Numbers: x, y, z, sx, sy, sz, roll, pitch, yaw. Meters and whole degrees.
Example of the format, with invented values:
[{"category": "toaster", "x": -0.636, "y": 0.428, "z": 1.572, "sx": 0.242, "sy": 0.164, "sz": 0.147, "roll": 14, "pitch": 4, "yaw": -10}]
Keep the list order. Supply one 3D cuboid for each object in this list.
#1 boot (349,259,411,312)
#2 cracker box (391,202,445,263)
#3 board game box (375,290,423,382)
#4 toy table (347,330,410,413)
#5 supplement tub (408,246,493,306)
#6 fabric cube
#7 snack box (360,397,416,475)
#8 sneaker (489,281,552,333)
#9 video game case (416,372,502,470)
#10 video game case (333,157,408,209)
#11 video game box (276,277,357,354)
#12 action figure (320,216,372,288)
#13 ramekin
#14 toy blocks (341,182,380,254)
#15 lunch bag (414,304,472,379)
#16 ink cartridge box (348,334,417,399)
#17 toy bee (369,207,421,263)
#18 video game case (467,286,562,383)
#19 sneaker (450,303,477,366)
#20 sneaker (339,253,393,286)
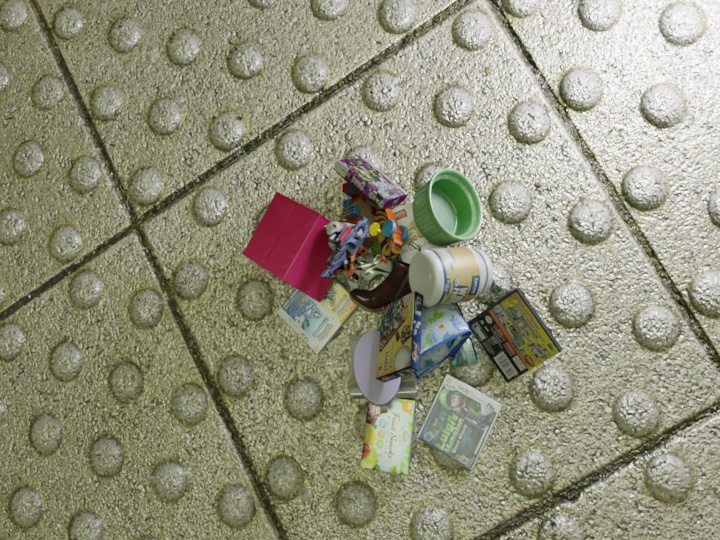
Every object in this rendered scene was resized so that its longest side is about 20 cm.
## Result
[{"category": "boot", "x": 0.077, "y": 0.041, "z": 1.538, "sx": 0.194, "sy": 0.073, "sz": 0.171, "roll": 17, "pitch": 117, "yaw": -2}, {"category": "cracker box", "x": 0.169, "y": -0.094, "z": 1.570, "sx": 0.130, "sy": 0.058, "sz": 0.206, "roll": -18, "pitch": 82, "yaw": 7}, {"category": "board game box", "x": 0.101, "y": 0.170, "z": 1.381, "sx": 0.034, "sy": 0.134, "sz": 0.206, "roll": 26, "pitch": 55, "yaw": -28}, {"category": "toy table", "x": 0.046, "y": 0.280, "z": 1.459, "sx": 0.177, "sy": 0.118, "sz": 0.206, "roll": 0, "pitch": 59, "yaw": 7}, {"category": "supplement tub", "x": 0.242, "y": 0.013, "z": 1.444, "sx": 0.194, "sy": 0.144, "sz": 0.150, "roll": -5, "pitch": 83, "yaw": -27}, {"category": "fabric cube", "x": -0.176, "y": -0.065, "z": 1.524, "sx": 0.197, "sy": 0.195, "sz": 0.203, "roll": 27, "pitch": 86, "yaw": 35}, {"category": "snack box", "x": 0.081, "y": 0.462, "z": 1.537, "sx": 0.137, "sy": 0.053, "sz": 0.208, "roll": 6, "pitch": 84, "yaw": 9}, {"category": "sneaker", "x": 0.446, "y": 0.108, "z": 1.503, "sx": 0.194, "sy": 0.060, "sz": 0.108, "roll": 17, "pitch": 92, "yaw": 14}, {"category": "video game case", "x": 0.278, "y": 0.425, "z": 1.523, "sx": 0.178, "sy": 0.023, "sz": 0.205, "roll": 27, "pitch": 90, "yaw": 11}, {"category": "video game case", "x": 0.033, "y": -0.252, "z": 1.539, "sx": 0.180, "sy": 0.199, "sz": 0.036, "roll": 41, "pitch": 114, "yaw": 11}, {"category": "video game box", "x": -0.126, "y": 0.112, "z": 1.610, "sx": 0.181, "sy": 0.047, "sz": 0.201, "roll": 41, "pitch": 93, "yaw": 9}, {"category": "action figure", "x": -0.052, "y": -0.045, "z": 1.453, "sx": 0.103, "sy": 0.196, "sz": 0.200, "roll": 20, "pitch": 58, "yaw": 43}, {"category": "ramekin", "x": 0.237, "y": -0.168, "z": 1.501, "sx": 0.195, "sy": 0.097, "sz": 0.207, "roll": 11, "pitch": 69, "yaw": -31}, {"category": "toy blocks", "x": 0.001, "y": -0.162, "z": 1.540, "sx": 0.098, "sy": 0.135, "sz": 0.207, "roll": -15, "pitch": 66, "yaw": 37}, {"category": "lunch bag", "x": 0.185, "y": 0.163, "z": 1.481, "sx": 0.198, "sy": 0.128, "sz": 0.172, "roll": -36, "pitch": 53, "yaw": 4}, {"category": "ink cartridge box", "x": 0.065, "y": 0.275, "z": 1.554, "sx": 0.192, "sy": 0.045, "sz": 0.181, "roll": -3, "pitch": 58, "yaw": 5}, {"category": "toy bee", "x": 0.074, "y": -0.083, "z": 1.465, "sx": 0.129, "sy": 0.202, "sz": 0.110, "roll": 31, "pitch": 111, "yaw": -20}, {"category": "video game case", "x": 0.418, "y": 0.179, "z": 1.477, "sx": 0.180, "sy": 0.025, "sz": 0.203, "roll": -39, "pitch": 84, "yaw": 29}, {"category": "sneaker", "x": 0.262, "y": 0.174, "z": 1.522, "sx": 0.084, "sy": 0.077, "sz": 0.206, "roll": -19, "pitch": 82, "yaw": 11}, {"category": "sneaker", "x": 0.000, "y": 0.000, "z": 1.583, "sx": 0.193, "sy": 0.074, "sz": 0.092, "roll": -1, "pitch": 83, "yaw": 10}]
